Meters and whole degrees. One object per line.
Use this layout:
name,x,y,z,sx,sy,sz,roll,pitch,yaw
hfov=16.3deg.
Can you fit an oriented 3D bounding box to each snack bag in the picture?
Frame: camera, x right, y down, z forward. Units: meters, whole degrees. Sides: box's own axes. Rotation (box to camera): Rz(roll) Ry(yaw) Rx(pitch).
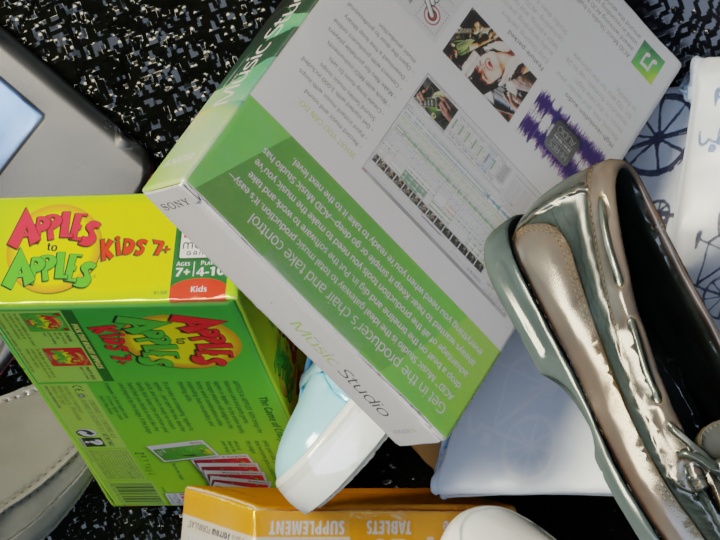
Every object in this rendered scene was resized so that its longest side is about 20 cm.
snack bag,0.123,0.000,0.990,0.199,0.021,0.190,-3,65,37

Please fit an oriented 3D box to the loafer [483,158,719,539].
loafer,0.118,0.052,0.894,0.063,0.072,0.201,-42,73,29

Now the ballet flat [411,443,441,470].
ballet flat,0.110,0.038,1.063,0.199,0.069,0.063,-17,121,14

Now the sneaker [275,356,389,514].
sneaker,0.000,0.000,1.004,0.082,0.074,0.201,30,63,-4

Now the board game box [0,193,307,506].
board game box,-0.076,0.037,1.021,0.101,0.200,0.048,-2,62,10

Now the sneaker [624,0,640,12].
sneaker,0.026,-0.151,1.041,0.199,0.073,0.113,20,98,6

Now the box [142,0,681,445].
box,0.025,-0.055,0.952,0.144,0.036,0.200,45,60,-20

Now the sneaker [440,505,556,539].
sneaker,0.104,0.139,0.942,0.200,0.078,0.100,42,132,37

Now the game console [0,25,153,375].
game console,-0.216,-0.041,1.119,0.200,0.031,0.177,40,102,3

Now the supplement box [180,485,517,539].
supplement box,-0.010,0.192,1.031,0.125,0.073,0.201,2,91,-29

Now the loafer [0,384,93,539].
loafer,-0.193,0.105,1.072,0.200,0.070,0.070,-36,58,-23
